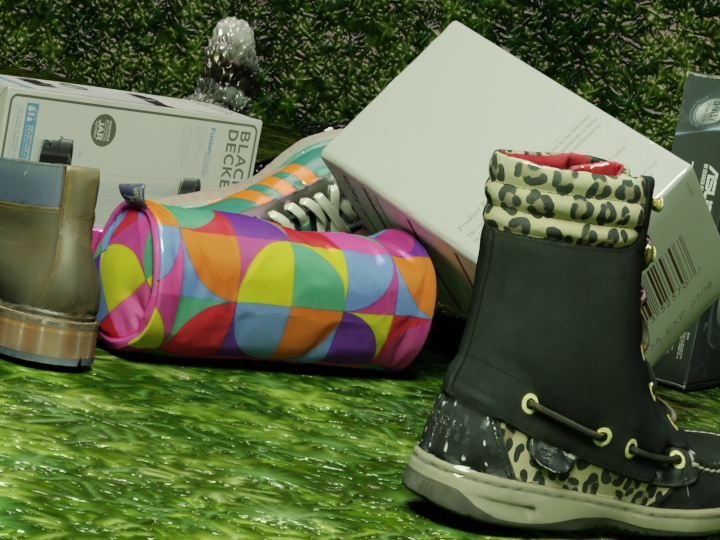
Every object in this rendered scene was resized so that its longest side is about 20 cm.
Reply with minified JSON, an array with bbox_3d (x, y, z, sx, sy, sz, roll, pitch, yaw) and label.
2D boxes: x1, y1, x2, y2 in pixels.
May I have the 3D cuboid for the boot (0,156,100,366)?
[{"bbox_3d":[-0.184,-0.020,1.102,0.074,0.098,0.199,6,9,-37],"label":"boot"}]

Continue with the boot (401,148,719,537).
[{"bbox_3d":[0.115,0.033,0.926,0.202,0.155,0.073,5,9,-40],"label":"boot"}]

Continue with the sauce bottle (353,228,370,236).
[{"bbox_3d":[0.000,0.000,1.390,0.064,0.065,0.200,11,9,0],"label":"sauce bottle"}]

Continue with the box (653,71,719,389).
[{"bbox_3d":[0.245,-0.027,1.425,0.043,0.202,0.160,14,7,29],"label":"box"}]

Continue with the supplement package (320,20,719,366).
[{"bbox_3d":[0.095,-0.031,1.220,0.200,0.117,0.118,37,-13,39],"label":"supplement package"}]

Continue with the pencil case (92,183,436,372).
[{"bbox_3d":[-0.054,0.008,1.151,0.199,0.089,0.088,9,7,-36],"label":"pencil case"}]

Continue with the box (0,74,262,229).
[{"bbox_3d":[-0.163,-0.056,1.349,0.199,0.118,0.060,6,8,-43],"label":"box"}]

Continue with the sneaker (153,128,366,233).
[{"bbox_3d":[-0.050,-0.023,1.291,0.199,0.072,0.080,-22,32,-8],"label":"sneaker"}]

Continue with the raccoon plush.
[{"bbox_3d":[-0.138,-0.105,1.514,0.096,0.202,0.134,-4,-18,15],"label":"raccoon plush"}]

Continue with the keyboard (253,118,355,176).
[{"bbox_3d":[0.022,-0.068,1.393,0.198,0.040,0.105,-15,44,16],"label":"keyboard"}]
